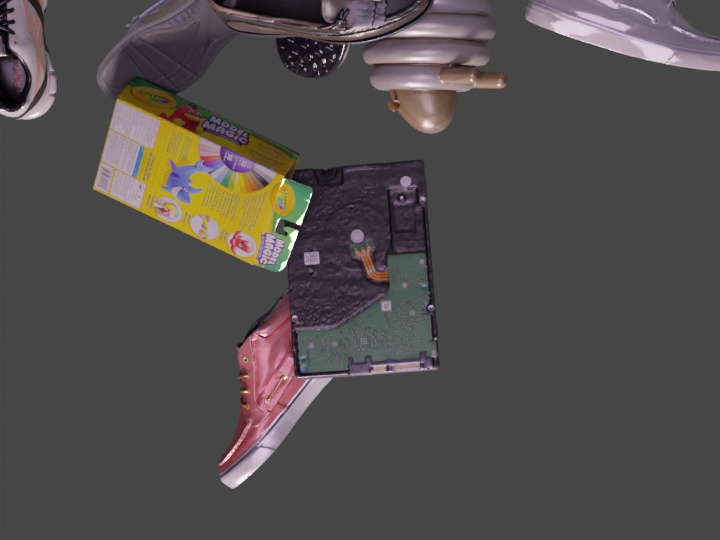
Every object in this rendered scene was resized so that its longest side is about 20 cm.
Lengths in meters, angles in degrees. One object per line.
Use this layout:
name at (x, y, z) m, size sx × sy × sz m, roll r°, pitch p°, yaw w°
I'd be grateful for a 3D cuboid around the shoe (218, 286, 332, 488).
shoe at (-0.096, 0.113, 1.599) m, size 0.091 × 0.071 × 0.200 m, roll 38°, pitch 97°, yaw -7°

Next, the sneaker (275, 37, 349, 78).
sneaker at (-0.027, -0.270, 1.495) m, size 0.072 × 0.083 × 0.200 m, roll 19°, pitch 130°, yaw 9°

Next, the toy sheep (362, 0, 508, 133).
toy sheep at (0.063, -0.225, 1.476) m, size 0.138 × 0.138 × 0.200 m, roll 3°, pitch 91°, yaw 1°

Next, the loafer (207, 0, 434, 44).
loafer at (-0.037, -0.234, 1.414) m, size 0.200 × 0.063 × 0.072 m, roll -2°, pitch 88°, yaw 20°

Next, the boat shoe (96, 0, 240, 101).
boat shoe at (-0.161, -0.229, 1.519) m, size 0.202 × 0.065 × 0.074 m, roll -38°, pitch 120°, yaw 16°

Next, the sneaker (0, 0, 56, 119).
sneaker at (-0.325, -0.236, 1.508) m, size 0.074 × 0.080 × 0.200 m, roll -9°, pitch 103°, yaw 5°

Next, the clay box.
clay box at (-0.143, -0.087, 1.524) m, size 0.200 × 0.048 × 0.115 m, roll 25°, pitch 129°, yaw 2°

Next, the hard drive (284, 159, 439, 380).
hard drive at (0.000, 0.000, 1.547) m, size 0.139 × 0.038 × 0.200 m, roll -5°, pitch 81°, yaw 2°

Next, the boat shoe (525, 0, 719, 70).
boat shoe at (0.255, -0.236, 1.503) m, size 0.200 × 0.072 × 0.069 m, roll 17°, pitch 105°, yaw 6°
